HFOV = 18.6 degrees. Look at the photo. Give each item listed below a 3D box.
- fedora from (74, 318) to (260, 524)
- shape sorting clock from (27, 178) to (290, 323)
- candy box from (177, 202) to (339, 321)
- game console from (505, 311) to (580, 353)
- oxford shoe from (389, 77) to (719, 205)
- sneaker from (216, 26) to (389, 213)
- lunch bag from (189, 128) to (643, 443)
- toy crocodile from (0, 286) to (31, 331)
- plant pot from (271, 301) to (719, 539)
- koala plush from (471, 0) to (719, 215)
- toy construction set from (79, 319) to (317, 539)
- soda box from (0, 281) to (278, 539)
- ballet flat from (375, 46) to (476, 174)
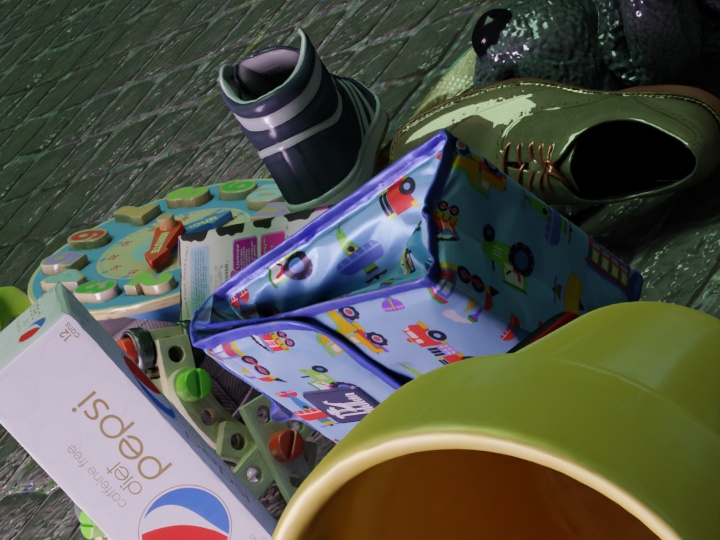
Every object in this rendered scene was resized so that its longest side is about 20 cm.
[{"bbox_3d":[-0.142,0.067,1.458,0.200,0.090,0.177,-42,20,-2],"label":"fedora"},{"bbox_3d":[-0.122,-0.018,1.433,0.198,0.040,0.200,-12,23,5],"label":"shape sorting clock"},{"bbox_3d":[0.000,0.000,1.275,0.199,0.136,0.062,-10,80,54],"label":"candy box"},{"bbox_3d":[0.007,0.119,0.985,0.200,0.119,0.172,-34,14,-32],"label":"game console"},{"bbox_3d":[0.103,-0.068,1.220,0.198,0.071,0.075,-6,13,22],"label":"oxford shoe"},{"bbox_3d":[-0.037,-0.112,1.412,0.070,0.109,0.200,-26,22,12],"label":"sneaker"},{"bbox_3d":[0.020,0.034,1.127,0.199,0.150,0.095,-25,43,40],"label":"lunch bag"},{"bbox_3d":[-0.341,0.088,1.830,0.067,0.062,0.201,-19,34,44],"label":"toy crocodile"},{"bbox_3d":[0.090,0.108,0.843,0.200,0.202,0.189,-26,9,35],"label":"plant pot"},{"bbox_3d":[0.140,-0.138,1.322,0.201,0.183,0.178,-58,29,16],"label":"koala plush"},{"bbox_3d":[-0.115,0.102,1.304,0.092,0.132,0.199,-5,-10,-46],"label":"toy construction set"},{"bbox_3d":[-0.119,0.105,1.181,0.068,0.200,0.064,-40,19,1],"label":"soda box"},{"bbox_3d":[0.056,-0.076,1.449,0.200,0.070,0.065,-47,39,0],"label":"ballet flat"}]
